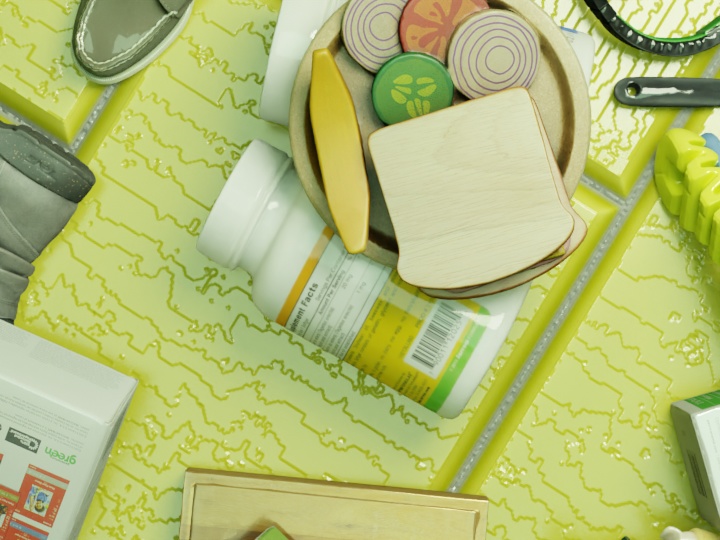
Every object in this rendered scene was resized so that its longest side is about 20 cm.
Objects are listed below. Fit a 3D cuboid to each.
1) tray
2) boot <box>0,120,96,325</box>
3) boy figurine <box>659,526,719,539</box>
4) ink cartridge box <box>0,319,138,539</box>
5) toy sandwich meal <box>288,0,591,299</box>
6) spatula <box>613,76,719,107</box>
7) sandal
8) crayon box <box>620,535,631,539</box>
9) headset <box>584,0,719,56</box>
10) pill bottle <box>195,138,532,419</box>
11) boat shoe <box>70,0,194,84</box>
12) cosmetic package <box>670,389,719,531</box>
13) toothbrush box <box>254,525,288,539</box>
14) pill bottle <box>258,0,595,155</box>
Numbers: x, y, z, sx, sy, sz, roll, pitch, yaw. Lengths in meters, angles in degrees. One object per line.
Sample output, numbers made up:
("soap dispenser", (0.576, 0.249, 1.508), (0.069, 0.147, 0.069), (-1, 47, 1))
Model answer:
("tray", (-0.020, 0.188, 1.557), (0.198, 0.037, 0.099), (5, 90, 1))
("boot", (-0.283, -0.059, 1.546), (0.199, 0.070, 0.132), (35, 95, 5))
("boy figurine", (0.229, 0.216, 1.482), (0.199, 0.065, 0.125), (0, 57, -18))
("ink cartridge box", (-0.269, 0.118, 1.524), (0.199, 0.084, 0.176), (24, 109, 0))
("toy sandwich meal", (0.049, -0.081, 1.429), (0.204, 0.070, 0.207), (0, 94, 1))
("spatula", (0.265, -0.118, 1.564), (0.198, 0.021, 0.057), (-2, 77, 2))
("sandal", (0.264, -0.021, 1.510), (0.087, 0.080, 0.201), (-14, 56, -15))
("crayon box", (0.197, 0.303, 1.544), (0.200, 0.058, 0.173), (39, 90, 0))
("headset", (0.180, -0.235, 1.553), (0.123, 0.094, 0.201), (-35, 105, -4))
("pill bottle", (0.000, 0.000, 1.520), (0.199, 0.111, 0.112), (30, 90, 0))
("boat shoe", (-0.123, -0.210, 1.547), (0.072, 0.060, 0.202), (36, 90, 0))
("cosmetic package", (0.309, 0.101, 1.521), (0.199, 0.108, 0.085), (-16, 90, -1))
("toothbrush box", (-0.041, 0.285, 1.493), (0.200, 0.086, 0.146), (44, 98, 5))
("pill bottle", (0.041, -0.119, 1.519), (0.199, 0.114, 0.115), (14, 90, 0))
